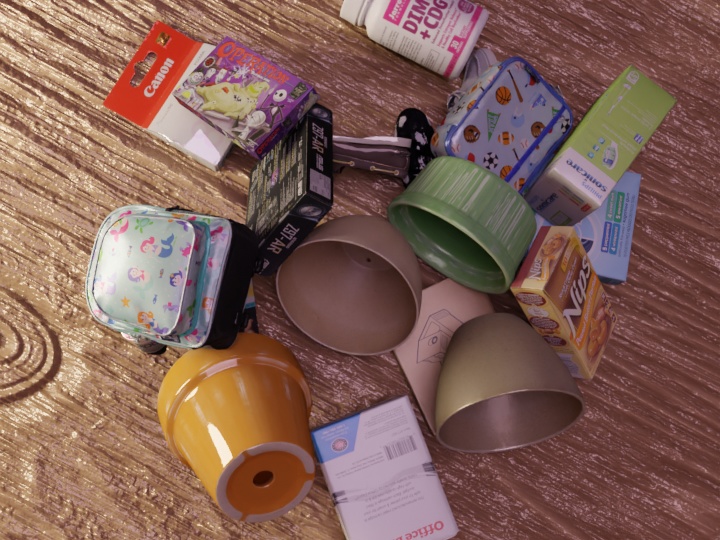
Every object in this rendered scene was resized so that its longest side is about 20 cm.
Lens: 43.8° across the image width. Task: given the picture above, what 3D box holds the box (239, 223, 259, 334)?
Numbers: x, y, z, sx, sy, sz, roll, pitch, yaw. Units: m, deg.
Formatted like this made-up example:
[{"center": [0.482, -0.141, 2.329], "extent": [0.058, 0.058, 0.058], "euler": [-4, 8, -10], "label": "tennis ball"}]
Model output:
[{"center": [-0.191, 0.040, 1.227], "extent": [0.082, 0.049, 0.200], "euler": [-15, 100, -48], "label": "box"}]

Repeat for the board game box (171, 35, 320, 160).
[{"center": [-0.162, -0.242, 1.237], "extent": [0.120, 0.032, 0.200], "euler": [-46, 55, -11], "label": "board game box"}]

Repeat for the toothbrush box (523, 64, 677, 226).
[{"center": [0.335, -0.169, 1.270], "extent": [0.086, 0.146, 0.200], "euler": [39, 76, 2], "label": "toothbrush box"}]

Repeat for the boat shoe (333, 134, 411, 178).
[{"center": [-0.027, -0.169, 1.307], "extent": [0.200, 0.072, 0.060], "euler": [4, 98, 7], "label": "boat shoe"}]

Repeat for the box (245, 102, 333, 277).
[{"center": [-0.098, -0.112, 1.206], "extent": [0.044, 0.160, 0.200], "euler": [25, 40, -25], "label": "box"}]

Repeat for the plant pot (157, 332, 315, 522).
[{"center": [-0.142, 0.210, 1.139], "extent": [0.200, 0.183, 0.200], "euler": [-11, 121, -18], "label": "plant pot"}]

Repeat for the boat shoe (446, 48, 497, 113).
[{"center": [0.163, -0.238, 1.343], "extent": [0.068, 0.072, 0.200], "euler": [5, 90, -21], "label": "boat shoe"}]

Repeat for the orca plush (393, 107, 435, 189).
[{"center": [0.083, -0.149, 1.319], "extent": [0.105, 0.071, 0.200], "euler": [11, 80, -4], "label": "orca plush"}]

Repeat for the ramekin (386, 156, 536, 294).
[{"center": [0.144, -0.066, 1.232], "extent": [0.200, 0.200, 0.098], "euler": [36, 75, 0], "label": "ramekin"}]

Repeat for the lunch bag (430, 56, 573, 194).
[{"center": [0.209, -0.198, 1.285], "extent": [0.160, 0.076, 0.200], "euler": [44, 79, -17], "label": "lunch bag"}]

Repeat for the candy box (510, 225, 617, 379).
[{"center": [0.288, 0.046, 1.250], "extent": [0.200, 0.055, 0.115], "euler": [55, 53, -36], "label": "candy box"}]

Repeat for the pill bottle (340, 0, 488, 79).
[{"center": [0.079, -0.377, 1.333], "extent": [0.200, 0.113, 0.113], "euler": [26, 79, -1], "label": "pill bottle"}]

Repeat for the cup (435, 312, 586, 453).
[{"center": [0.188, 0.144, 1.218], "extent": [0.200, 0.200, 0.143], "euler": [-6, 57, -7], "label": "cup"}]

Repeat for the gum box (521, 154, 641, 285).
[{"center": [0.309, -0.082, 1.347], "extent": [0.200, 0.045, 0.170], "euler": [12, 79, -5], "label": "gum box"}]

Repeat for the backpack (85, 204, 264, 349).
[{"center": [-0.248, 0.004, 1.119], "extent": [0.200, 0.151, 0.178], "euler": [12, 88, 28], "label": "backpack"}]

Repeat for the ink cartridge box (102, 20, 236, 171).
[{"center": [-0.253, -0.262, 1.313], "extent": [0.200, 0.057, 0.163], "euler": [31, 79, -6], "label": "ink cartridge box"}]

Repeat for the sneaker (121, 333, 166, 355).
[{"center": [-0.263, 0.036, 1.256], "extent": [0.074, 0.087, 0.200], "euler": [15, 56, 16], "label": "sneaker"}]

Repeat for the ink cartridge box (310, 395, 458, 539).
[{"center": [0.028, 0.291, 1.237], "extent": [0.146, 0.084, 0.200], "euler": [-19, 84, -9], "label": "ink cartridge box"}]

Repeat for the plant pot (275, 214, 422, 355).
[{"center": [0.000, 0.000, 1.244], "extent": [0.200, 0.200, 0.134], "euler": [28, 42, -1], "label": "plant pot"}]

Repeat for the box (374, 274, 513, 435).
[{"center": [0.134, 0.118, 1.308], "extent": [0.163, 0.021, 0.200], "euler": [-24, 85, -9], "label": "box"}]
